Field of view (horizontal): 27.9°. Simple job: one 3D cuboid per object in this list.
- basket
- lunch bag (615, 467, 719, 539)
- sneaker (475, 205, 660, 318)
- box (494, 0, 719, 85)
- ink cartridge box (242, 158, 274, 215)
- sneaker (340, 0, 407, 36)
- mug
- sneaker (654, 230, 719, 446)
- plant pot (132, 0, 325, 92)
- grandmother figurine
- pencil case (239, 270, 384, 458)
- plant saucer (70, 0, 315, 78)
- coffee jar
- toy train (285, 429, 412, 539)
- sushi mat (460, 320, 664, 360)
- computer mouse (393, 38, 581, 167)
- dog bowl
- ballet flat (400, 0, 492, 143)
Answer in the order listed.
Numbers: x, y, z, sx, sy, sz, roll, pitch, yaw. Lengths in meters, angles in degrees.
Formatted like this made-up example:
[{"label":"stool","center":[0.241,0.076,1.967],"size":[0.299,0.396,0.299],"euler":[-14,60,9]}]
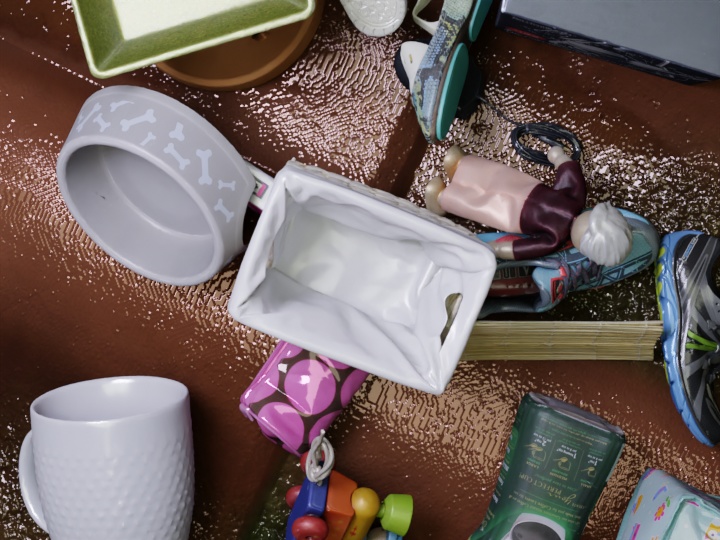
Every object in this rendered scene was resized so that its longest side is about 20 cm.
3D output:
[{"label":"basket","center":[0.000,0.000,1.242],"size":[0.198,0.123,0.137],"euler":[21,100,-7]},{"label":"lunch bag","center":[0.276,0.295,1.308],"size":[0.121,0.170,0.202],"euler":[24,92,0]},{"label":"sneaker","center":[0.180,0.006,1.325],"size":[0.197,0.096,0.080],"euler":[-13,118,8]},{"label":"box","center":[0.225,-0.240,1.267],"size":[0.197,0.182,0.106],"euler":[16,95,3]},{"label":"ink cartridge box","center":[-0.109,-0.083,1.342],"size":[0.198,0.095,0.037],"euler":[31,86,1]},{"label":"sneaker","center":[-0.015,-0.313,1.309],"size":[0.076,0.111,0.201],"euler":[-27,105,12]},{"label":"mug","center":[-0.246,0.202,1.361],"size":[0.198,0.147,0.178],"euler":[4,103,33]},{"label":"sneaker","center":[0.319,0.063,1.338],"size":[0.081,0.071,0.203],"euler":[-5,91,10]},{"label":"plant pot","center":[-0.134,-0.265,1.309],"size":[0.197,0.140,0.203],"euler":[0,95,4]},{"label":"grandmother figurine","center":[0.157,-0.056,1.301],"size":[0.199,0.060,0.122],"euler":[25,86,34]},{"label":"pencil case","center":[-0.034,0.073,1.355],"size":[0.093,0.091,0.201],"euler":[30,94,-34]},{"label":"plant saucer","center":[-0.153,-0.282,1.215],"size":[0.197,0.048,0.203],"euler":[-15,93,5]},{"label":"coffee jar","center":[0.166,0.224,1.353],"size":[0.103,0.085,0.202],"euler":[21,94,-1]},{"label":"toy train","center":[-0.002,0.212,1.322],"size":[0.114,0.201,0.086],"euler":[12,52,-8]},{"label":"sushi mat","center":[0.177,0.064,1.340],"size":[0.197,0.096,0.012],"euler":[0,69,3]},{"label":"computer mouse","center":[0.118,-0.152,1.359],"size":[0.199,0.034,0.059],"euler":[33,69,-4]},{"label":"dog bowl","center":[-0.186,-0.068,1.302],"size":[0.199,0.201,0.059],"euler":[32,54,1]},{"label":"ballet flat","center":[0.073,-0.209,1.318],"size":[0.073,0.074,0.202],"euler":[20,70,2]}]
